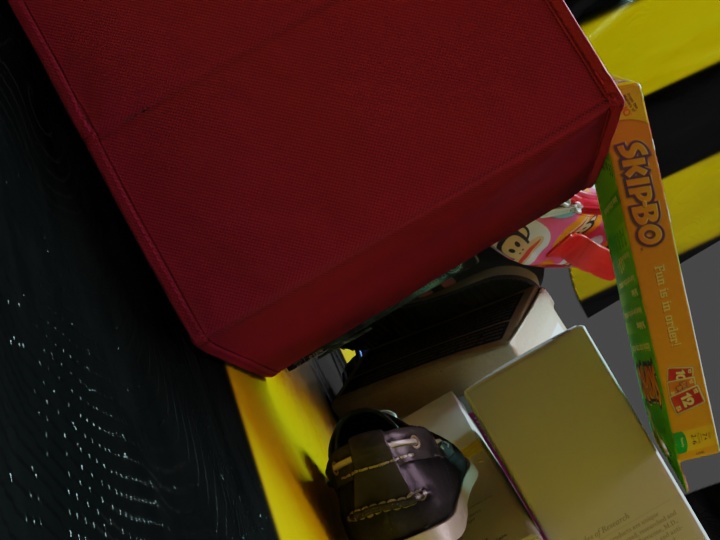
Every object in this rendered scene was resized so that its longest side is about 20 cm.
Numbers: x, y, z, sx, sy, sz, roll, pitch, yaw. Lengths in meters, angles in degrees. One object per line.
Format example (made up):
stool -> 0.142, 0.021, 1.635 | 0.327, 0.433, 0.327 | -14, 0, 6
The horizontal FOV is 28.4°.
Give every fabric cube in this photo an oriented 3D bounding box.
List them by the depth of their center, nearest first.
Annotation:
fabric cube -> -0.019, -0.088, 0.666 | 0.201, 0.199, 0.196 | 60, 2, 10

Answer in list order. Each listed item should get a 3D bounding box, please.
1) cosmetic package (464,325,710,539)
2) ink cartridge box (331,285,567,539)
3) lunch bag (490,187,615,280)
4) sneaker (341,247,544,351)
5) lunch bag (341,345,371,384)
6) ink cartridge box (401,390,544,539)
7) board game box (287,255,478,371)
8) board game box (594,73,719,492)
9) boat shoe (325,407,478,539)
cosmetic package -> 0.140, 0.135, 0.814 | 0.201, 0.081, 0.113 | 59, 1, 8
ink cartridge box -> 0.102, 0.130, 1.006 | 0.200, 0.164, 0.075 | 55, 38, -14
lunch bag -> 0.109, -0.062, 0.933 | 0.176, 0.082, 0.200 | 47, 20, 18
sneaker -> 0.042, 0.006, 1.045 | 0.070, 0.199, 0.082 | 52, 36, -46
lunch bag -> 0.050, 0.081, 1.170 | 0.200, 0.132, 0.137 | -101, -179, -81
ink cartridge box -> 0.076, 0.185, 0.868 | 0.146, 0.083, 0.200 | 59, 1, -20
board game box -> 0.000, 0.000, 0.951 | 0.028, 0.135, 0.200 | 60, 1, -12
board game box -> 0.144, 0.003, 0.716 | 0.096, 0.030, 0.201 | -80, 158, -79
boat shoe -> 0.017, 0.098, 0.733 | 0.068, 0.072, 0.200 | 64, 3, 0
